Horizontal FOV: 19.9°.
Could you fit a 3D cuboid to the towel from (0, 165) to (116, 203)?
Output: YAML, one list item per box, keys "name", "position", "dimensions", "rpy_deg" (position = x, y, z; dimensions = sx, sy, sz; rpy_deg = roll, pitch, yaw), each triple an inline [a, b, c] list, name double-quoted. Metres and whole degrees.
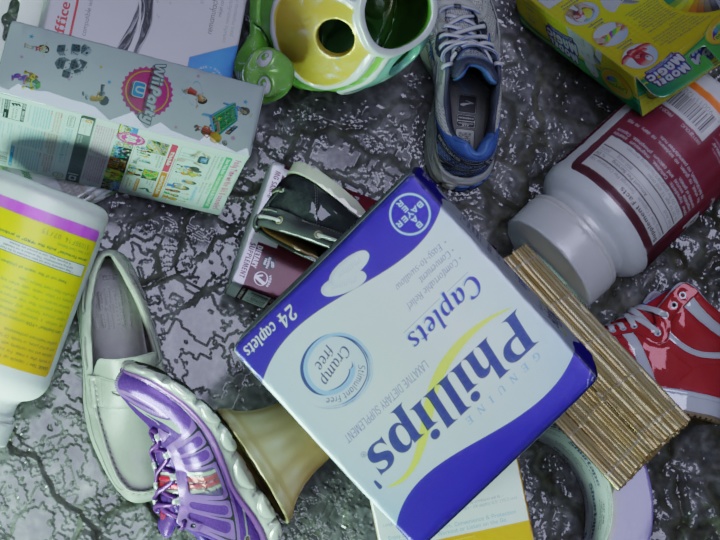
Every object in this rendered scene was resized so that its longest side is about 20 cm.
- name: "towel"
  position: [-0.287, -0.100, 1.664]
  dimensions: [0.199, 0.031, 0.150]
  rpy_deg: [-29, 86, -14]

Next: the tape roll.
- name: "tape roll"
  position: [0.129, 0.192, 1.647]
  dimensions: [0.198, 0.085, 0.202]
  rpy_deg: [2, 78, -10]

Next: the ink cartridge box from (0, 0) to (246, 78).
- name: "ink cartridge box"
  position: [-0.201, -0.193, 1.659]
  dimensions: [0.198, 0.068, 0.117]
  rpy_deg: [14, 70, -14]

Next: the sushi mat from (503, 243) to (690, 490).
- name: "sushi mat"
  position: [0.166, 0.074, 1.632]
  dimensions: [0.095, 0.012, 0.200]
  rpy_deg: [-37, 76, -25]

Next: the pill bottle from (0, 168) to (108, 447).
- name: "pill bottle"
  position: [-0.275, 0.030, 1.593]
  dimensions: [0.103, 0.104, 0.202]
  rpy_deg: [20, 89, -5]

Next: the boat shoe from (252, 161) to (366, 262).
- name: "boat shoe"
  position: [0.006, 0.001, 1.607]
  dimensions: [0.199, 0.072, 0.068]
  rpy_deg: [37, 69, 7]

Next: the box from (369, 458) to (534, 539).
- name: "box"
  position: [0.055, 0.119, 1.561]
  dimensions: [0.118, 0.041, 0.202]
  rpy_deg: [-11, 91, 3]

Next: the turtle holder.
- name: "turtle holder"
  position: [-0.021, -0.210, 1.645]
  dimensions: [0.184, 0.131, 0.143]
  rpy_deg: [-6, 103, -34]

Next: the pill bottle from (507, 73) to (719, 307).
- name: "pill bottle"
  position: [0.224, -0.068, 1.699]
  dimensions: [0.200, 0.114, 0.114]
  rpy_deg: [-41, 88, -14]

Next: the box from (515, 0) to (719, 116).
- name: "box"
  position: [0.231, -0.206, 1.704]
  dimensions: [0.117, 0.049, 0.200]
  rpy_deg: [-32, 44, -13]

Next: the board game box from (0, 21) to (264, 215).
- name: "board game box"
  position: [-0.187, -0.115, 1.601]
  dimensions: [0.198, 0.148, 0.065]
  rpy_deg: [14, 71, -10]

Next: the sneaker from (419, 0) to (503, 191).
- name: "sneaker"
  position: [0.091, -0.173, 1.713]
  dimensions: [0.076, 0.085, 0.202]
  rpy_deg: [-3, 79, -10]

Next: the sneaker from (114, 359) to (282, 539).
- name: "sneaker"
  position: [-0.134, 0.158, 1.581]
  dimensions: [0.083, 0.080, 0.201]
  rpy_deg: [-38, 111, -20]

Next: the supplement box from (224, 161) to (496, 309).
- name: "supplement box"
  position: [0.000, 0.000, 1.676]
  dimensions: [0.198, 0.061, 0.110]
  rpy_deg: [20, 76, -6]

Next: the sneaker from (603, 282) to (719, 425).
- name: "sneaker"
  position: [0.212, 0.055, 1.695]
  dimensions: [0.198, 0.071, 0.114]
  rpy_deg: [13, 81, -14]

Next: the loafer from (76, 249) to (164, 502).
- name: "loafer"
  position: [-0.189, 0.082, 1.623]
  dimensions: [0.069, 0.070, 0.202]
  rpy_deg: [-12, 81, -12]

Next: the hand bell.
- name: "hand bell"
  position: [-0.004, 0.100, 1.613]
  dimensions: [0.199, 0.104, 0.105]
  rpy_deg: [-33, 86, -9]

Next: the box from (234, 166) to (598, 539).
- name: "box"
  position: [0.042, 0.060, 1.486]
  dimensions: [0.184, 0.105, 0.200]
  rpy_deg: [-44, 92, 5]
